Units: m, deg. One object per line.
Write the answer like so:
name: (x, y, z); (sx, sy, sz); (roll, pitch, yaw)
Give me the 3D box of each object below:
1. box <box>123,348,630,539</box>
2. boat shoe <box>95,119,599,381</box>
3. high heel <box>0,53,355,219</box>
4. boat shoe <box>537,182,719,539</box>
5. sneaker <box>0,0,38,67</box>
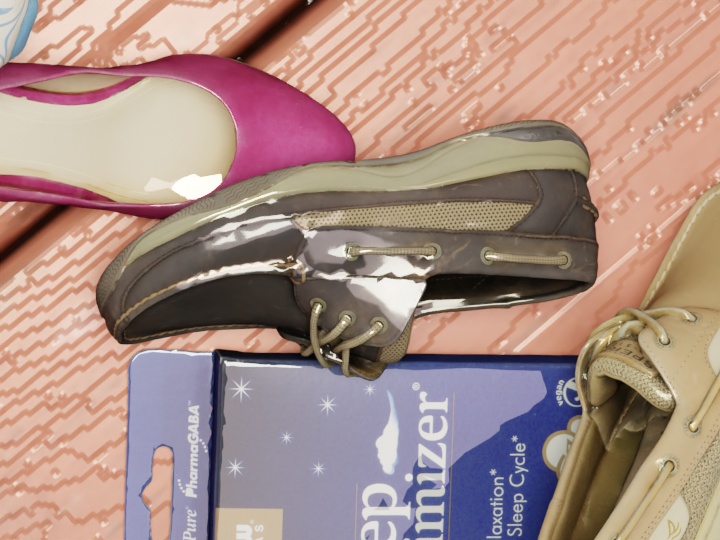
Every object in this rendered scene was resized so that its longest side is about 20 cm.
box: (0.006, 0.093, 0.986); (0.199, 0.032, 0.122); (1, 96, -8)
boat shoe: (0.000, 0.000, 0.943); (0.199, 0.075, 0.074); (-15, 72, -7)
high heel: (-0.095, -0.048, 0.918); (0.199, 0.096, 0.068); (12, 102, -13)
boat shoe: (0.119, 0.044, 0.944); (0.064, 0.071, 0.201); (35, 59, -30)
sneaker: (-0.200, -0.118, 0.887); (0.200, 0.072, 0.072); (30, 103, 27)
